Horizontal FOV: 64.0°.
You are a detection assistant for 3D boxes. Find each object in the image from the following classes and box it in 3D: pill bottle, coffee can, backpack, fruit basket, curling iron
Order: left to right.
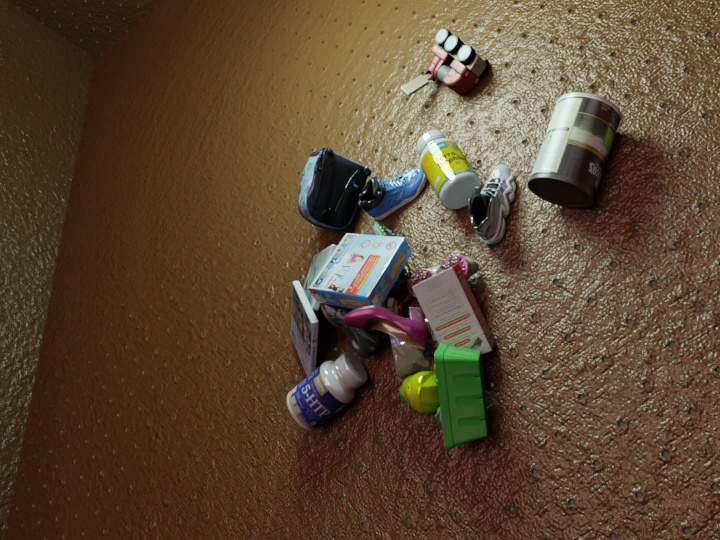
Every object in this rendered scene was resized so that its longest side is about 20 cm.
[{"bbox_3d":[-0.082,0.303,1.469,0.200,0.119,0.121,-42,51,16],"label":"pill bottle"},{"bbox_3d":[-0.091,-0.224,1.668,0.146,0.180,0.204,4,76,62],"label":"backpack"},{"bbox_3d":[0.094,0.114,1.477,0.049,0.026,0.201,39,93,22],"label":"curling iron"},{"bbox_3d":[0.170,0.266,1.245,0.211,0.155,0.221,1,94,15],"label":"fruit basket"},{"bbox_3d":[0.219,-0.265,1.480,0.112,0.112,0.202,-37,52,19],"label":"pill bottle"},{"bbox_3d":[0.467,-0.260,1.261,0.145,0.146,0.204,15,81,40],"label":"coffee can"}]

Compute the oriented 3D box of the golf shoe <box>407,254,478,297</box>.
[{"bbox_3d":[0.201,0.020,1.402,0.198,0.090,0.077,-23,77,43],"label":"golf shoe"}]

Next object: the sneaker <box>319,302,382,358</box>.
[{"bbox_3d":[-0.022,0.125,1.466,0.200,0.075,0.080,47,118,12],"label":"sneaker"}]

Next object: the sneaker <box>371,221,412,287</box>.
[{"bbox_3d":[0.063,-0.045,1.532,0.085,0.078,0.203,-34,54,22],"label":"sneaker"}]

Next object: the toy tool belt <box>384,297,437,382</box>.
[{"bbox_3d":[0.131,0.159,1.384,0.120,0.125,0.204,-9,65,0],"label":"toy tool belt"}]

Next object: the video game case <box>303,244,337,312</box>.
[{"bbox_3d":[-0.125,0.031,1.610,0.200,0.022,0.186,158,131,-70],"label":"video game case"}]

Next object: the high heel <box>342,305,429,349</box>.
[{"bbox_3d":[0.056,0.134,1.305,0.195,0.068,0.098,-5,55,8],"label":"high heel"}]

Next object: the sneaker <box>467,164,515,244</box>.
[{"bbox_3d":[0.303,-0.177,1.357,0.077,0.139,0.204,-2,70,37],"label":"sneaker"}]

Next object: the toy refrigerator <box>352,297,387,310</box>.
[{"bbox_3d":[-0.031,0.081,1.556,0.197,0.070,0.077,12,79,41],"label":"toy refrigerator"}]

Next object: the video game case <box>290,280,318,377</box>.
[{"bbox_3d":[-0.153,0.158,1.555,0.201,0.023,0.185,-123,33,-53],"label":"video game case"}]

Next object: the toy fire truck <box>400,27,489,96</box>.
[{"bbox_3d":[0.226,-0.545,1.601,0.201,0.127,0.177,-54,48,21],"label":"toy fire truck"}]

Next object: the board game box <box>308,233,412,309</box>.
[{"bbox_3d":[0.000,0.000,1.435,0.193,0.056,0.201,7,51,39],"label":"board game box"}]

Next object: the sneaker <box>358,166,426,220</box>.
[{"bbox_3d":[0.082,-0.225,1.571,0.198,0.111,0.078,-35,53,21],"label":"sneaker"}]

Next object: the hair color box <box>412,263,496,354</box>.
[{"bbox_3d":[0.212,0.101,1.303,0.110,0.064,0.203,-26,87,26],"label":"hair color box"}]
